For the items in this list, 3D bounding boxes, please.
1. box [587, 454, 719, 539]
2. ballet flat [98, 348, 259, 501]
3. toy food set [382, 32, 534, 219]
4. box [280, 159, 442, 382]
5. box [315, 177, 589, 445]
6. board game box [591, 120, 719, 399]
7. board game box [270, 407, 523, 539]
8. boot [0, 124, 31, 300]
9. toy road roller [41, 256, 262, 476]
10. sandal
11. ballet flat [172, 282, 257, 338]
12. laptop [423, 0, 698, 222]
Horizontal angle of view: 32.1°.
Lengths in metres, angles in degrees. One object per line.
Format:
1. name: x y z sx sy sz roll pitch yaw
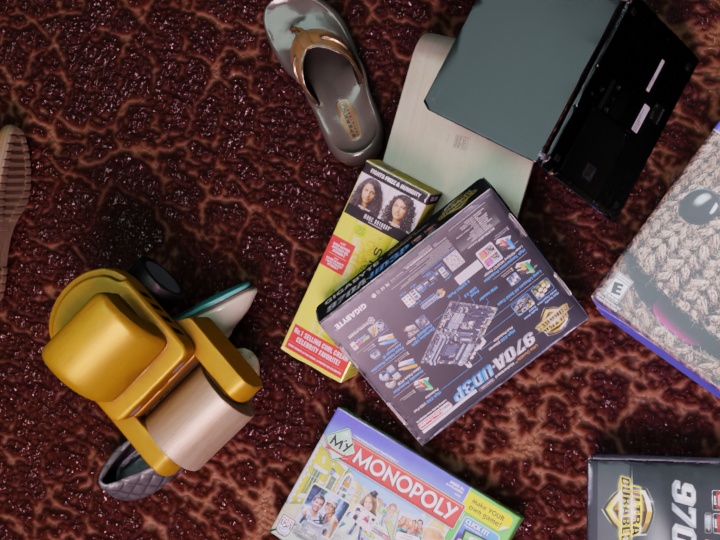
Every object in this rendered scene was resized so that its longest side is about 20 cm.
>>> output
1. box: 0.276 0.264 1.084 0.158 0.046 0.202 0 80 15
2. ballet flat: -0.173 0.154 1.225 0.200 0.057 0.066 -45 74 4
3. toy food set: 0.104 -0.119 1.206 0.143 0.060 0.201 16 93 17
4. box: 0.000 0.000 1.185 0.075 0.050 0.201 29 104 13
5. box: 0.083 0.039 1.143 0.200 0.046 0.159 -39 107 6
6. board game box: 0.327 -0.004 1.099 0.159 0.097 0.201 36 91 17
7. board game box: 0.032 0.236 1.164 0.199 0.029 0.135 29 89 18
8. boot: -0.444 -0.065 1.327 0.165 0.072 0.202 9 86 14
9. toy road roller: -0.201 0.088 1.138 0.123 0.146 0.200 -44 81 10
10. sandal: -0.038 -0.198 1.252 0.081 0.055 0.201 -25 75 9
11. ballet flat: -0.184 0.071 1.246 0.199 0.069 0.070 -19 76 13
12. laptop: 0.188 -0.173 1.151 0.103 0.200 0.178 27 88 49
